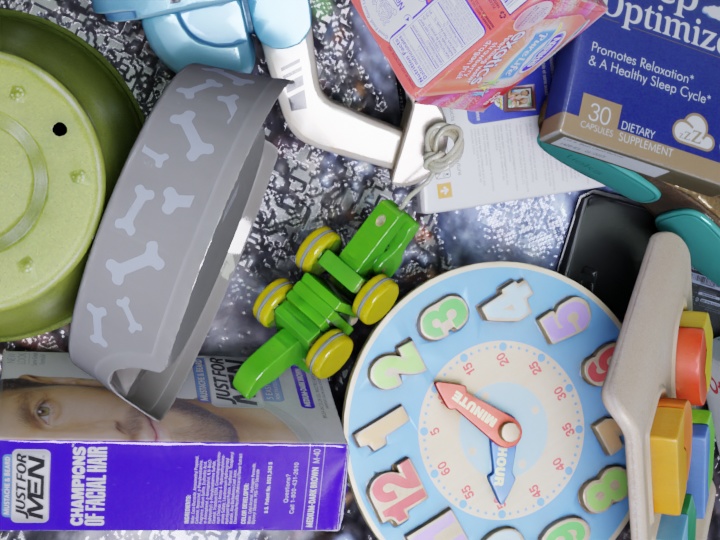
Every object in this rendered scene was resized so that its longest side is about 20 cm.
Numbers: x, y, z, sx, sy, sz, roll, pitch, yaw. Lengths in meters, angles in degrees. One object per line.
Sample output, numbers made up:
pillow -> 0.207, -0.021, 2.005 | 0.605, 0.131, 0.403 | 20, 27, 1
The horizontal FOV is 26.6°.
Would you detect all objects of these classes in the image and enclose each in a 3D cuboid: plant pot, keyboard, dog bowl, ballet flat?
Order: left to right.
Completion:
plant pot -> -0.207, -0.049, 0.828 | 0.198, 0.193, 0.203 | -1, 95, -10
dog bowl -> -0.098, -0.021, 0.829 | 0.058, 0.200, 0.202 | 21, 90, 0
ballet flat -> 0.198, -0.060, 0.947 | 0.199, 0.068, 0.073 | 35, 75, -14
keyboard -> 0.219, 0.031, 1.007 | 0.198, 0.021, 0.128 | 16, 90, -11

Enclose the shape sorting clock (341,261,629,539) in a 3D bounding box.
shape sorting clock -> 0.085, 0.095, 0.913 | 0.198, 0.039, 0.202 | 0, 91, -11

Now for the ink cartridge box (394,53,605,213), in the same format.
ink cartridge box -> 0.125, -0.098, 0.970 | 0.198, 0.037, 0.096 | -9, 97, -8

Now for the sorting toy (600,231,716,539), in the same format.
sorting toy -> 0.188, 0.105, 0.905 | 0.036, 0.185, 0.201 | -1, 122, 23

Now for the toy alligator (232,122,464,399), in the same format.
toy alligator -> 0.000, 0.000, 0.903 | 0.059, 0.054, 0.200 | 40, 89, 22

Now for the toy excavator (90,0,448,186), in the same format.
toy excavator -> -0.056, -0.139, 0.899 | 0.192, 0.100, 0.202 | -10, 108, 0

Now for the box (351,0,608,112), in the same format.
box -> 0.036, -0.200, 0.863 | 0.102, 0.094, 0.201 | -38, 73, 25

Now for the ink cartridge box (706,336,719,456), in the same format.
ink cartridge box -> 0.294, 0.142, 0.950 | 0.082, 0.146, 0.202 | -19, 106, -8

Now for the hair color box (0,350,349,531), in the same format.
hair color box -> -0.113, 0.099, 0.895 | 0.198, 0.109, 0.065 | 1, 114, -11

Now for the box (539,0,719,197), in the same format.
box -> 0.182, -0.157, 0.904 | 0.120, 0.032, 0.202 | 15, 77, -16
